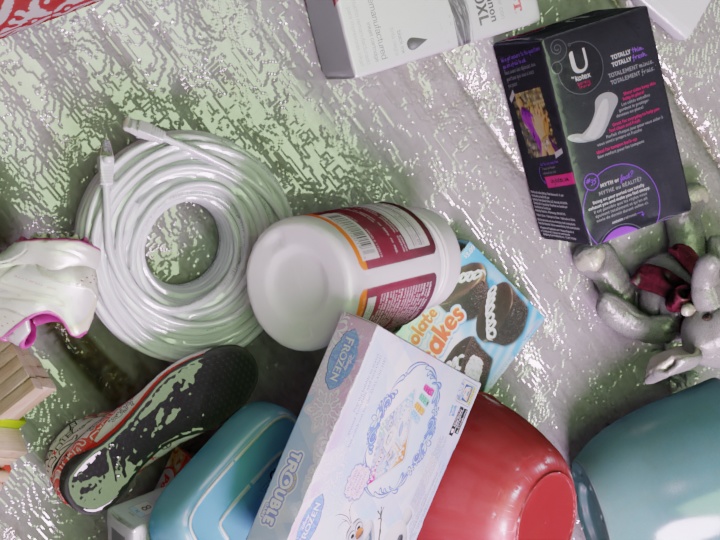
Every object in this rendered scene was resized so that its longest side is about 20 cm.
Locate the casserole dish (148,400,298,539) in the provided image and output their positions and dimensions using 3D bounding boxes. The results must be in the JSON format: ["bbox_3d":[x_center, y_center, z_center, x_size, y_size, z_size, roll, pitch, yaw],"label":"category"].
[{"bbox_3d":[-0.091,0.195,1.353,0.200,0.039,0.122,-46,110,-38],"label":"casserole dish"}]

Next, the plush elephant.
[{"bbox_3d":[0.325,0.034,1.578,0.163,0.155,0.202,-22,103,-19],"label":"plush elephant"}]

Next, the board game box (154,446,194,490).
[{"bbox_3d":[-0.144,0.283,1.469,0.150,0.046,0.202,27,85,-24],"label":"board game box"}]

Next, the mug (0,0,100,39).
[{"bbox_3d":[-0.287,-0.277,1.306,0.198,0.133,0.180,-21,105,-22],"label":"mug"}]

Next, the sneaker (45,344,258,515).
[{"bbox_3d":[-0.187,0.128,1.403,0.201,0.108,0.068,-39,108,-17],"label":"sneaker"}]

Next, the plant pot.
[{"bbox_3d":[0.299,0.223,1.575,0.159,0.201,0.203,-14,101,-6],"label":"plant pot"}]

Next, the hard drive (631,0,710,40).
[{"bbox_3d":[0.280,-0.340,1.590,0.199,0.027,0.133,35,82,-21],"label":"hard drive"}]

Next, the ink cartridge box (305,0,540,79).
[{"bbox_3d":[0.051,-0.271,1.470,0.198,0.083,0.147,-20,103,-19],"label":"ink cartridge box"}]

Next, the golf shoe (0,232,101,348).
[{"bbox_3d":[-0.311,0.020,1.328,0.197,0.075,0.093,-4,86,3],"label":"golf shoe"}]

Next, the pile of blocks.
[{"bbox_3d":[-0.325,0.151,1.382,0.201,0.082,0.062,-61,156,4],"label":"pile of blocks"}]

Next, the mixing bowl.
[{"bbox_3d":[0.131,0.221,1.503,0.199,0.108,0.203,-14,108,-47],"label":"mixing bowl"}]

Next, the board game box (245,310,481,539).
[{"bbox_3d":[0.008,0.157,1.367,0.199,0.043,0.202,32,80,-57],"label":"board game box"}]

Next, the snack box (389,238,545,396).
[{"bbox_3d":[0.074,0.083,1.544,0.116,0.037,0.201,43,79,-20],"label":"snack box"}]

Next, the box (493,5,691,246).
[{"bbox_3d":[0.221,-0.138,1.543,0.121,0.106,0.202,-19,102,-19],"label":"box"}]

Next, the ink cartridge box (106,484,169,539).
[{"bbox_3d":[-0.127,0.254,1.412,0.199,0.047,0.162,-18,119,-38],"label":"ink cartridge box"}]

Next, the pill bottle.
[{"bbox_3d":[0.000,0.000,1.421,0.199,0.113,0.116,-12,102,-56],"label":"pill bottle"}]

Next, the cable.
[{"bbox_3d":[-0.156,-0.022,1.420,0.198,0.069,0.203,11,92,-25],"label":"cable"}]
